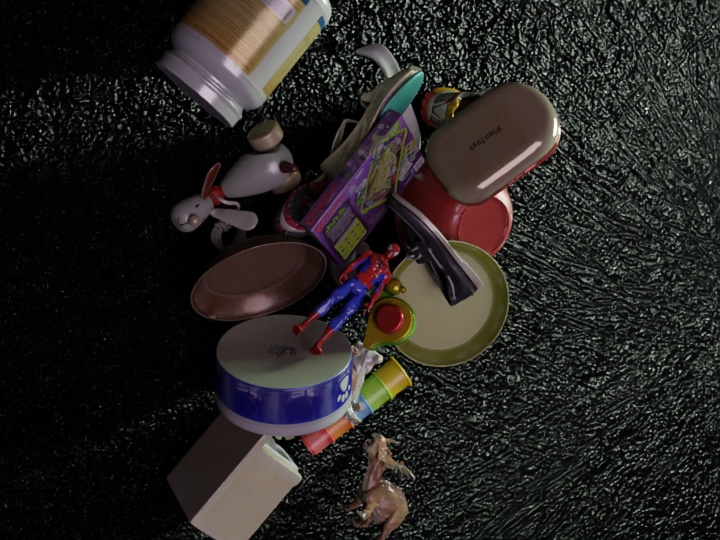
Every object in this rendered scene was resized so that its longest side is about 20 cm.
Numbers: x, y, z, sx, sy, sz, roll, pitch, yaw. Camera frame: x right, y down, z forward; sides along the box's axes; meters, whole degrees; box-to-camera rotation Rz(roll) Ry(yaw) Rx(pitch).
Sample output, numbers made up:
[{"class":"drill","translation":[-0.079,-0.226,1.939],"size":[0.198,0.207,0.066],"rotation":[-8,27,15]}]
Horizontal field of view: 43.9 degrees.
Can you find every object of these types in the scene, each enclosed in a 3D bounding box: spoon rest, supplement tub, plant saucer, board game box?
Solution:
[{"class":"spoon rest","translation":[0.042,-0.228,1.310],"size":[0.099,0.060,0.202],"rotation":[-28,119,-29]},{"class":"supplement tub","translation":[-0.148,-0.298,1.131],"size":[0.145,0.144,0.200],"rotation":[41,86,-33]},{"class":"plant saucer","translation":[-0.147,0.005,1.262],"size":[0.199,0.037,0.201],"rotation":[-17,154,-9]},{"class":"plant saucer","translation":[0.128,0.049,1.366],"size":[0.198,0.031,0.202],"rotation":[-2,106,-8]},{"class":"board game box","translation":[0.007,-0.111,1.235],"size":[0.201,0.032,0.120],"rotation":[-52,153,-8]}]

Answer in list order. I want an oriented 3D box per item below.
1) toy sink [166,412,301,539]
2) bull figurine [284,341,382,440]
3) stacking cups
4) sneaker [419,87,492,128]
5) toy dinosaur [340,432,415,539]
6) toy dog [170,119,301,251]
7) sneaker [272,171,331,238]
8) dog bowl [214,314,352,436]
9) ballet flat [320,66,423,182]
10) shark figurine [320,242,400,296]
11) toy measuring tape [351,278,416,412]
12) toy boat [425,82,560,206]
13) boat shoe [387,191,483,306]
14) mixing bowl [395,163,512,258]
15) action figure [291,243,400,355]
[{"class":"toy sink","translation":[-0.173,0.293,1.347],"size":[0.200,0.130,0.112],"rotation":[-50,123,-5]},{"class":"bull figurine","translation":[-0.054,0.185,1.397],"size":[0.198,0.065,0.122],"rotation":[-11,71,-17]},{"class":"stacking cups","translation":[-0.009,0.226,1.460],"size":[0.199,0.060,0.061],"rotation":[-39,122,-7]},{"class":"sneaker","translation":[0.193,-0.239,1.380],"size":[0.198,0.082,0.079],"rotation":[-7,112,-27]},{"class":"toy dinosaur","translation":[0.045,0.392,1.536],"size":[0.135,0.086,0.201],"rotation":[-37,128,-20]},{"class":"toy dog","translation":[-0.157,-0.112,1.224],"size":[0.132,0.096,0.201],"rotation":[37,88,-33]},{"class":"sneaker","translation":[-0.049,-0.109,1.294],"size":[0.199,0.075,0.081],"rotation":[-30,88,-39]},{"class":"dog bowl","translation":[-0.109,0.146,1.279],"size":[0.198,0.200,0.080],"rotation":[-11,121,-25]},{"class":"ballet flat","translation":[0.011,-0.209,1.238],"size":[0.201,0.062,0.067],"rotation":[-56,161,-1]},{"class":"shark figurine","translation":[-0.002,0.016,1.357],"size":[0.128,0.090,0.215],"rotation":[-35,139,8]},{"class":"toy measuring tape","translation":[0.039,0.111,1.300],"size":[0.073,0.073,0.202],"rotation":[17,81,-32]},{"class":"toy boat","translation":[0.199,-0.179,1.316],"size":[0.199,0.131,0.131],"rotation":[-35,165,6]},{"class":"boat shoe","translation":[0.097,-0.027,1.286],"size":[0.063,0.073,0.200],"rotation":[-42,113,4]},{"class":"mixing bowl","translation":[0.164,-0.084,1.407],"size":[0.198,0.108,0.202],"rotation":[-10,112,-25]},{"class":"action figure","translation":[-0.010,0.031,1.268],"size":[0.065,0.052,0.200],"rotation":[44,66,-3]}]
